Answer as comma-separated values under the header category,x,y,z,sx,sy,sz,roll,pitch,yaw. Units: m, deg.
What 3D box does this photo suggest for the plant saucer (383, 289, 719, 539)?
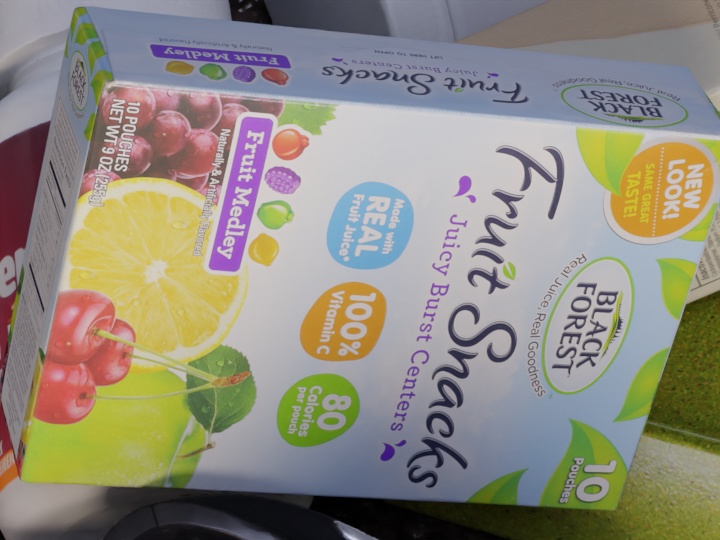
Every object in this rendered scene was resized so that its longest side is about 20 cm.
category,x,y,z,sx,sy,sz,roll,pitch,yaw
plant saucer,0.121,0.011,0.993,0.199,0.048,0.200,14,60,34

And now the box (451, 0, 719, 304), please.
category,x,y,z,sx,sy,sz,roll,pitch,yaw
box,0.073,-0.034,0.957,0.200,0.095,0.078,-22,45,6

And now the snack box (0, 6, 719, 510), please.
category,x,y,z,sx,sy,sz,roll,pitch,yaw
snack box,0.000,0.000,0.870,0.200,0.142,0.053,4,31,-19

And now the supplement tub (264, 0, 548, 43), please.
category,x,y,z,sx,sy,sz,roll,pitch,yaw
supplement tub,0.071,-0.136,1.059,0.200,0.132,0.132,-22,72,-18

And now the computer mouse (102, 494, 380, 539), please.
category,x,y,z,sx,sy,sz,roll,pitch,yaw
computer mouse,0.002,0.143,0.901,0.200,0.141,0.046,23,34,-2

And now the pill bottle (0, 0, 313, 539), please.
category,x,y,z,sx,sy,sz,roll,pitch,yaw
pill bottle,-0.080,-0.004,0.988,0.109,0.110,0.200,-4,67,-11
